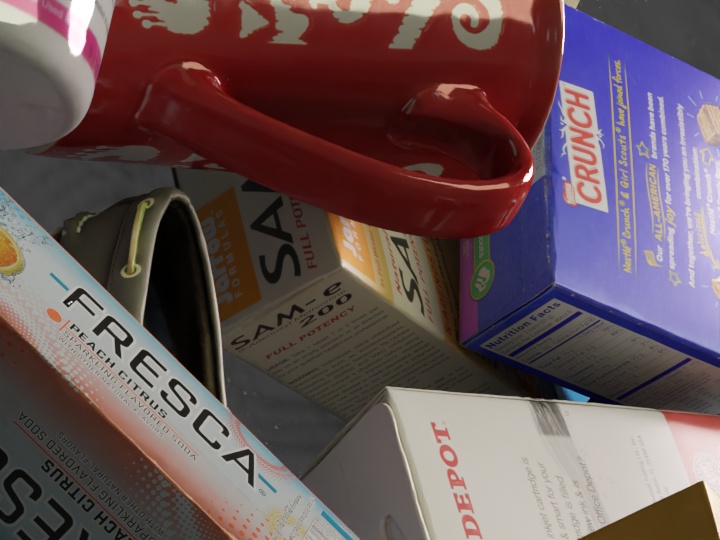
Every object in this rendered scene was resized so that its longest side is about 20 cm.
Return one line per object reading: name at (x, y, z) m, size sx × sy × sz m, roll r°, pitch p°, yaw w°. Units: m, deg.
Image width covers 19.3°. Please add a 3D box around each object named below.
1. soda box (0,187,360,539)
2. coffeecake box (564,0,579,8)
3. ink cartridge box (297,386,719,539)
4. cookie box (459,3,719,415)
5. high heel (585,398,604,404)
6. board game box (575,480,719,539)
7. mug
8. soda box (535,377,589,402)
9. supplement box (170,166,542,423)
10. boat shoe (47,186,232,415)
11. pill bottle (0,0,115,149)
soda box at (-0.084, 0.058, 0.645) m, size 0.200 × 0.068 × 0.064 m, roll 45°, pitch 20°, yaw -3°
coffeecake box at (0.013, -0.205, 1.122) m, size 0.153 × 0.073 × 0.200 m, roll 19°, pitch 15°, yaw -40°
ink cartridge box at (0.086, 0.137, 0.905) m, size 0.200 × 0.083 × 0.147 m, roll 7°, pitch 53°, yaw -34°
cookie box at (0.146, -0.016, 1.022) m, size 0.200 × 0.075 × 0.172 m, roll 23°, pitch 51°, yaw -27°
high heel at (0.140, 0.026, 1.099) m, size 0.142 × 0.071 × 0.200 m, roll 14°, pitch 46°, yaw -39°
board game box at (0.074, 0.169, 0.768) m, size 0.153 × 0.200 × 0.040 m, roll 46°, pitch 24°, yaw -39°
mug at (-0.027, -0.093, 0.826) m, size 0.199 × 0.177 × 0.134 m, roll 1°, pitch 102°, yaw -31°
soda box at (0.093, 0.130, 1.065) m, size 0.064 × 0.068 × 0.200 m, roll 46°, pitch 25°, yaw -36°
supplement box at (0.000, 0.000, 0.996) m, size 0.200 × 0.073 × 0.126 m, roll 35°, pitch 32°, yaw -52°
boat shoe at (-0.073, 0.058, 0.752) m, size 0.072 × 0.060 × 0.202 m, roll 38°, pitch 30°, yaw -49°
pill bottle at (-0.127, -0.152, 0.713) m, size 0.113 × 0.113 × 0.201 m, roll 36°, pitch 58°, yaw -51°
